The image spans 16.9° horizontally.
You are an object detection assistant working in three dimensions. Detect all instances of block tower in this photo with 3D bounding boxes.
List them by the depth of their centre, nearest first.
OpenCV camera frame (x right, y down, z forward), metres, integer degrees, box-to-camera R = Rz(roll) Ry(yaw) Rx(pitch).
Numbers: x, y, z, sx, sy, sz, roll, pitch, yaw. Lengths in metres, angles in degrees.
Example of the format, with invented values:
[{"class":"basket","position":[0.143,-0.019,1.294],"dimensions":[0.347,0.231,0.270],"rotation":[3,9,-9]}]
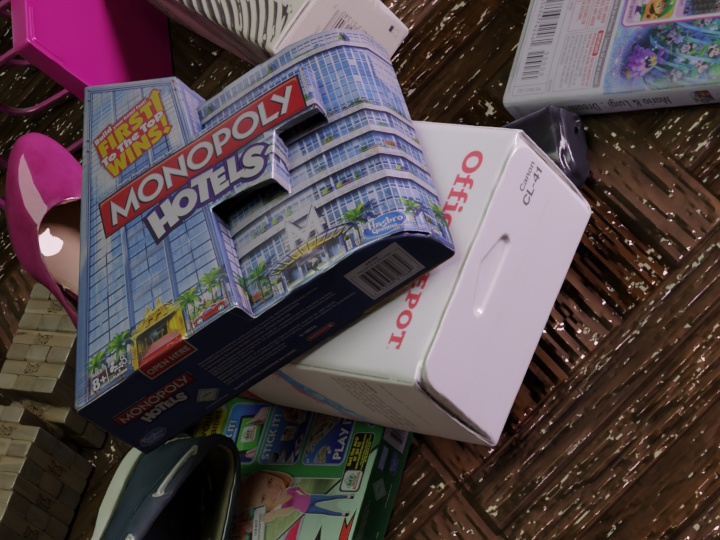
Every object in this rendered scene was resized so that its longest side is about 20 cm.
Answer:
[{"class":"block tower","position":[-0.187,0.091,1.425],"dimensions":[0.058,0.054,0.200],"rotation":[4,63,40]}]

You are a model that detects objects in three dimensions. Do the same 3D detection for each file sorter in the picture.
[{"class":"file sorter","position":[-0.214,-0.153,1.557],"dimensions":[0.125,0.139,0.200],"rotation":[-30,47,24]}]

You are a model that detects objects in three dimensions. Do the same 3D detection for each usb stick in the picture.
[{"class":"usb stick","position":[0.036,-0.033,1.347],"dimensions":[0.200,0.033,0.056],"rotation":[-24,56,24]}]

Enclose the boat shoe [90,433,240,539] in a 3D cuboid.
[{"class":"boat shoe","position":[-0.109,0.174,1.253],"dimensions":[0.062,0.075,0.200],"rotation":[-16,42,44]}]

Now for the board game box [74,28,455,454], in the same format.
[{"class":"board game box","position":[-0.070,-0.041,1.251],"dimensions":[0.200,0.062,0.200],"rotation":[-33,48,17]}]

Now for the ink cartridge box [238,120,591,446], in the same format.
[{"class":"ink cartridge box","position":[0.000,0.000,1.273],"dimensions":[0.200,0.086,0.148],"rotation":[10,69,39]}]

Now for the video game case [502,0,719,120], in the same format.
[{"class":"video game case","position":[0.180,-0.177,1.337],"dimensions":[0.182,0.024,0.200],"rotation":[-3,59,37]}]

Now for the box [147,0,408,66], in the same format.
[{"class":"box","position":[-0.067,-0.170,1.491],"dimensions":[0.068,0.082,0.200],"rotation":[-54,42,-4]}]

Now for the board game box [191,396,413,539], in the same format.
[{"class":"board game box","position":[-0.054,0.160,1.289],"dimensions":[0.134,0.029,0.200],"rotation":[-2,60,37]}]

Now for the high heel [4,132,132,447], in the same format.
[{"class":"high heel","position":[-0.142,0.001,1.371],"dimensions":[0.067,0.200,0.096],"rotation":[-25,-8,-25]}]
